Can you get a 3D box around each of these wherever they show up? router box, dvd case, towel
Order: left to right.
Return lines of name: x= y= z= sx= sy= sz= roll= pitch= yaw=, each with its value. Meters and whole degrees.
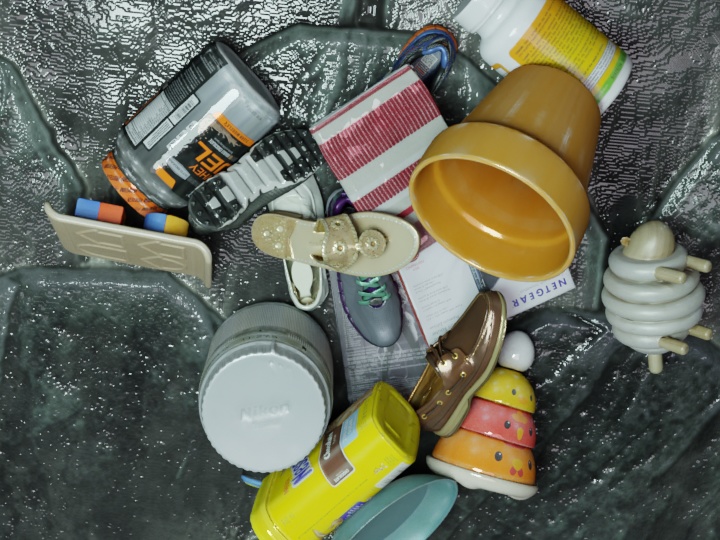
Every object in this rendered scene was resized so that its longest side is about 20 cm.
dvd case: x=0.044 y=0.066 z=1.743 sx=0.146 sy=0.016 sz=0.203 roll=-8 pitch=103 yaw=1
towel: x=0.048 y=-0.121 z=1.615 sx=0.143 sy=0.023 sz=0.201 roll=-33 pitch=110 yaw=0
router box: x=0.140 y=-0.025 z=1.695 sx=0.198 sy=0.049 sz=0.181 roll=-24 pitch=104 yaw=-2

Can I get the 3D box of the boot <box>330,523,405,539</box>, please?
boot: x=-0.015 y=0.357 z=1.788 sx=0.197 sy=0.073 sz=0.158 roll=0 pitch=104 yaw=-10

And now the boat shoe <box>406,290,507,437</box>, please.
boat shoe: x=0.113 y=0.111 z=1.661 sx=0.067 sy=0.072 sz=0.202 roll=14 pitch=116 yaw=-24

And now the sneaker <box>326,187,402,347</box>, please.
sneaker: x=0.000 y=0.000 z=1.672 sx=0.073 sy=0.088 sz=0.203 roll=-18 pitch=94 yaw=2

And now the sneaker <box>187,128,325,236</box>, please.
sneaker: x=-0.127 y=-0.101 z=1.636 sx=0.199 sy=0.090 sz=0.067 roll=-34 pitch=87 yaw=-25

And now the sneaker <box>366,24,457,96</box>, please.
sneaker: x=0.042 y=-0.202 z=1.644 sx=0.075 sy=0.079 sz=0.201 roll=31 pitch=101 yaw=-8

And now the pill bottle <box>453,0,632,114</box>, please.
pill bottle: x=0.209 y=-0.263 z=1.614 sx=0.199 sy=0.111 sz=0.111 roll=37 pitch=101 yaw=-10

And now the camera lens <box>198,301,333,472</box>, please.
camera lens: x=-0.111 y=0.136 z=1.664 sx=0.157 sy=0.200 sz=0.162 roll=0 pitch=105 yaw=-1

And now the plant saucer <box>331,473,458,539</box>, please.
plant saucer: x=0.030 y=0.309 z=1.682 sx=0.200 sy=0.200 sz=0.036 roll=-46 pitch=62 yaw=9

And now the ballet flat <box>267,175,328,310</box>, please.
ballet flat: x=-0.075 y=-0.045 z=1.688 sx=0.068 sy=0.070 sz=0.203 roll=-9 pitch=104 yaw=1

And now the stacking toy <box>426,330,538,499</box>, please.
stacking toy: x=0.171 y=0.172 z=1.733 sx=0.144 sy=0.146 sz=0.203 roll=14 pitch=88 yaw=-5

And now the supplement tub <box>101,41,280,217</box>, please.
supplement tub: x=-0.200 y=-0.160 z=1.627 sx=0.200 sy=0.123 sz=0.123 roll=-42 pitch=102 yaw=10

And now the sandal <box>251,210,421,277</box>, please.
sandal: x=-0.039 y=-0.027 z=1.602 sx=0.209 sy=0.070 sz=0.079 roll=7 pitch=107 yaw=22

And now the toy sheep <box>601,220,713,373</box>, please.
toy sheep: x=0.357 y=0.035 z=1.685 sx=0.136 sy=0.138 sz=0.203 roll=-4 pitch=110 yaw=0

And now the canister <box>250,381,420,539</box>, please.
canister: x=-0.026 y=0.235 z=1.635 sx=0.200 sy=0.149 sz=0.087 roll=-42 pitch=100 yaw=17

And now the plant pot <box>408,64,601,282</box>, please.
plant pot: x=0.180 y=-0.122 z=1.550 sx=0.199 sy=0.200 sz=0.184 roll=36 pitch=61 yaw=-10

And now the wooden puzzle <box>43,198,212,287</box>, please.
wooden puzzle: x=-0.266 y=-0.039 z=1.637 sx=0.197 sy=0.185 sz=0.047 roll=15 pitch=78 yaw=-3

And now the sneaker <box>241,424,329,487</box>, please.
sneaker: x=-0.058 y=0.227 z=1.765 sx=0.197 sy=0.071 sz=0.084 roll=-20 pitch=84 yaw=6
